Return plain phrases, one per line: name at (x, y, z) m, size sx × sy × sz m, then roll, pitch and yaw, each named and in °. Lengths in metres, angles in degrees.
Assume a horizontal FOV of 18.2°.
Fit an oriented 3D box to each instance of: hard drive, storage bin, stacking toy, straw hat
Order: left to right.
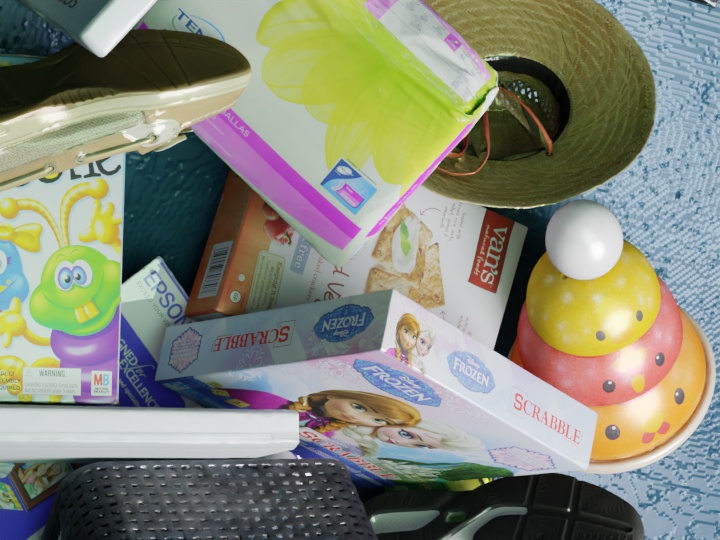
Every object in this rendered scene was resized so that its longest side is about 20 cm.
hard drive at (-0.153, 0.100, 1.358) m, size 0.198 × 0.132 × 0.027 m, roll 2°, pitch 80°, yaw -23°
storage bin at (-0.095, 0.198, 1.398) m, size 0.199 × 0.094 × 0.136 m, roll 1°, pitch 132°, yaw -28°
straw hat at (0.088, -0.095, 1.466) m, size 0.199 × 0.202 × 0.085 m, roll -13°, pitch 148°, yaw -17°
stacking toy at (0.149, 0.026, 1.453) m, size 0.146 × 0.146 × 0.201 m, roll -34°, pitch 143°, yaw -9°

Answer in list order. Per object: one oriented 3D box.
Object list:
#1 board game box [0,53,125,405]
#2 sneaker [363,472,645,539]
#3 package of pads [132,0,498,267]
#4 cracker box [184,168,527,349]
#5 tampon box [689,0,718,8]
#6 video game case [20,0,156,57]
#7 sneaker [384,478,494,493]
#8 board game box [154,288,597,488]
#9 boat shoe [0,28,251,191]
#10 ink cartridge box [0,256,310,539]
board game box at (-0.202, -0.021, 1.344) m, size 0.102 × 0.105 × 0.202 m, roll 3°, pitch 85°, yaw -20°
sneaker at (0.099, 0.198, 1.466) m, size 0.199 × 0.076 × 0.116 m, roll -3°, pitch 132°, yaw 24°
package of pads at (-0.032, -0.124, 1.339) m, size 0.200 × 0.068 × 0.155 m, roll 43°, pitch 125°, yaw 0°
cracker box at (0.000, 0.000, 1.457) m, size 0.199 × 0.058 × 0.135 m, roll 23°, pitch 76°, yaw -24°
tampon box at (0.150, -0.265, 1.387) m, size 0.149 × 0.200 × 0.127 m, roll 28°, pitch 92°, yaw -25°
video game case at (-0.112, -0.218, 1.311) m, size 0.200 × 0.182 × 0.024 m, roll -48°, pitch 115°, yaw -3°
sneaker at (0.067, 0.206, 1.556) m, size 0.083 × 0.074 × 0.201 m, roll -11°, pitch 115°, yaw 14°
board game box at (0.010, 0.079, 1.399) m, size 0.199 × 0.199 × 0.041 m, roll 30°, pitch 62°, yaw -38°
boat shoe at (-0.157, -0.086, 1.279) m, size 0.199 × 0.073 × 0.064 m, roll -18°, pitch 131°, yaw -25°
ink cartridge box at (-0.160, 0.121, 1.454) m, size 0.199 × 0.043 × 0.199 m, roll -37°, pitch 113°, yaw -9°
